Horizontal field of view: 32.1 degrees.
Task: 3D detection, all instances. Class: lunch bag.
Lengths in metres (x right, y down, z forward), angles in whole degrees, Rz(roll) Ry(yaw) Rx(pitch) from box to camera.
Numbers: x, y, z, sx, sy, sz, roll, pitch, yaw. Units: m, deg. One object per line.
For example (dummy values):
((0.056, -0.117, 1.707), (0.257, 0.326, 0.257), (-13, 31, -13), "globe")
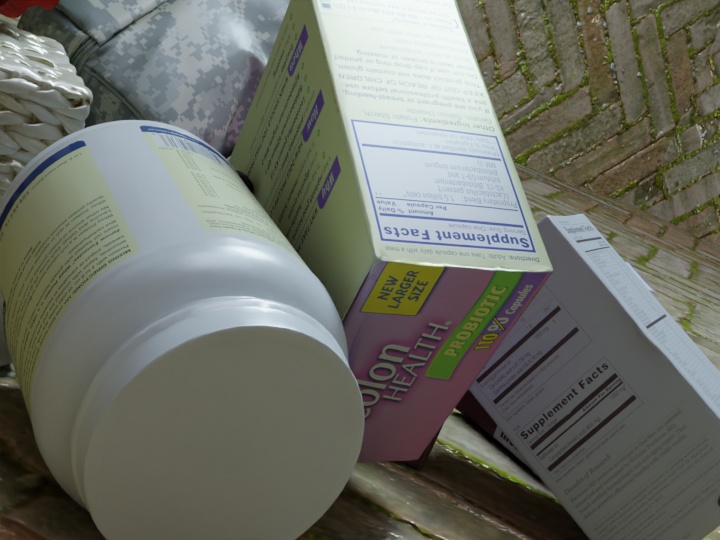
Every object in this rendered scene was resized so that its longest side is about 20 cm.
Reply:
((-0.125, -0.138, 0.891), (0.167, 0.140, 0.200), (38, 55, 16), "lunch bag")

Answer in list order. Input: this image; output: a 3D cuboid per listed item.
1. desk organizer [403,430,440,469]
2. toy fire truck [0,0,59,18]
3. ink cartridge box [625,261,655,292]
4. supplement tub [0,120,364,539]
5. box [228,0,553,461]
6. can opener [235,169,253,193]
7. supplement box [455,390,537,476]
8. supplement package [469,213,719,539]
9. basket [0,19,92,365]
((0.011, 0.058, 0.868), (0.076, 0.072, 0.200), (23, 12, -9), "desk organizer")
((-0.244, -0.216, 0.754), (0.174, 0.130, 0.200), (24, -1, 11), "toy fire truck")
((0.301, -0.009, 1.773), (0.198, 0.044, 0.198), (20, 12, -2), "ink cartridge box")
((-0.091, 0.029, 0.590), (0.144, 0.146, 0.200), (15, 21, -32), "supplement tub")
((0.001, -0.027, 0.689), (0.096, 0.177, 0.202), (4, 50, -22), "box")
((-0.130, -0.016, 0.773), (0.078, 0.064, 0.199), (25, -22, -34), "can opener")
((0.181, 0.114, 0.956), (0.198, 0.061, 0.109), (12, 16, -39), "supplement box")
((0.153, 0.074, 0.783), (0.201, 0.109, 0.114), (51, 18, 12), "supplement package")
((-0.268, -0.071, 0.709), (0.198, 0.162, 0.198), (19, 11, -25), "basket")
